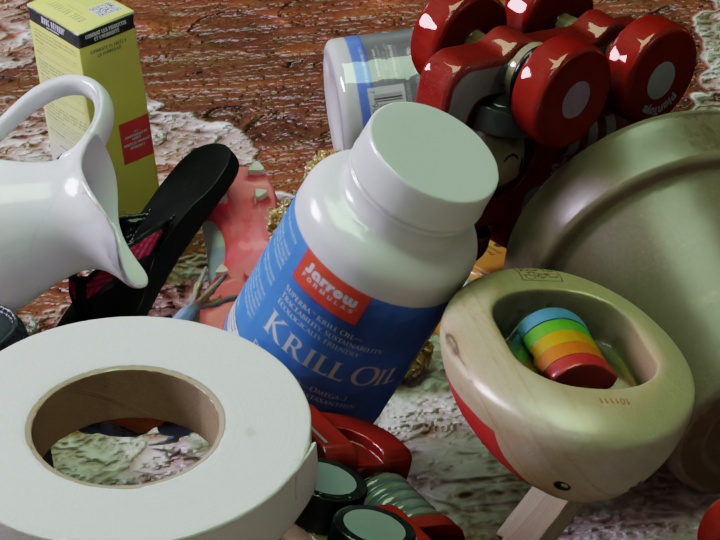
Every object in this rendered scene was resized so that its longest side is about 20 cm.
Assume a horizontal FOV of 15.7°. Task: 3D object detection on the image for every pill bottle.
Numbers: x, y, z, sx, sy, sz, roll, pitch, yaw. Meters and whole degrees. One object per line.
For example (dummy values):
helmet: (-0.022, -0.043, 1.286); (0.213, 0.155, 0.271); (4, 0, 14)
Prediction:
pill bottle: (0.000, 0.000, 1.527); (0.112, 0.200, 0.112); (18, 39, -15)
pill bottle: (0.079, -0.128, 1.921); (0.200, 0.114, 0.114); (-8, 29, -6)

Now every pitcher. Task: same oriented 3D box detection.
pitcher: (-0.249, -0.040, 1.703); (0.200, 0.121, 0.172); (-14, 52, 8)

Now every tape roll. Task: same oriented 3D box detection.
tape roll: (-0.124, 0.096, 1.399); (0.203, 0.037, 0.203); (1, 34, 0)

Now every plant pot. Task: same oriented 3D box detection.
plant pot: (0.206, 0.032, 1.566); (0.200, 0.200, 0.175); (-13, 47, -13)

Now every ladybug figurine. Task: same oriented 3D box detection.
ladybug figurine: (0.111, 0.065, 1.451); (0.136, 0.072, 0.200); (2, 27, -12)

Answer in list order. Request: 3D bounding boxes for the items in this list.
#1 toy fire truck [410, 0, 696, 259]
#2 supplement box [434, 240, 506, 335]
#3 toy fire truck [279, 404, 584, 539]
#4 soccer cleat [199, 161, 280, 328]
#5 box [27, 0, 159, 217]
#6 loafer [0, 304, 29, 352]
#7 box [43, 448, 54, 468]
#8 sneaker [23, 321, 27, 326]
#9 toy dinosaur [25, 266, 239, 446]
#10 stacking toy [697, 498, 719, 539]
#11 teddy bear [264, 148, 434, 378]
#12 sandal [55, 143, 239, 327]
toy fire truck: (0.107, -0.086, 1.603); (0.200, 0.168, 0.112); (-16, 36, -43)
supplement box: (0.137, -0.001, 1.707); (0.200, 0.069, 0.067); (-14, 29, -36)
toy fire truck: (0.033, 0.134, 1.482); (0.200, 0.129, 0.176); (-1, 28, -36)
soccer cleat: (-0.076, 0.011, 1.761); (0.067, 0.077, 0.200); (-7, 44, -2)
box: (-0.180, -0.092, 1.811); (0.050, 0.200, 0.075); (-23, 33, -28)
loafer: (-0.268, 0.060, 1.434); (0.200, 0.070, 0.068); (-26, 36, -34)
box: (-0.285, 0.146, 1.484); (0.200, 0.124, 0.149); (17, 37, 36)
sneaker: (-0.241, 0.073, 1.618); (0.071, 0.080, 0.200); (-29, -15, 10)
toy dinosaur: (-0.115, 0.086, 1.583); (0.181, 0.105, 0.200); (8, 28, 3)
stacking toy: (0.217, 0.183, 1.396); (0.085, 0.085, 0.200); (-4, 22, 2)
teddy bear: (0.008, -0.012, 1.737); (0.067, 0.145, 0.200); (-43, 7, 30)
sandal: (-0.156, -0.013, 1.748); (0.075, 0.045, 0.200); (13, 64, 49)
